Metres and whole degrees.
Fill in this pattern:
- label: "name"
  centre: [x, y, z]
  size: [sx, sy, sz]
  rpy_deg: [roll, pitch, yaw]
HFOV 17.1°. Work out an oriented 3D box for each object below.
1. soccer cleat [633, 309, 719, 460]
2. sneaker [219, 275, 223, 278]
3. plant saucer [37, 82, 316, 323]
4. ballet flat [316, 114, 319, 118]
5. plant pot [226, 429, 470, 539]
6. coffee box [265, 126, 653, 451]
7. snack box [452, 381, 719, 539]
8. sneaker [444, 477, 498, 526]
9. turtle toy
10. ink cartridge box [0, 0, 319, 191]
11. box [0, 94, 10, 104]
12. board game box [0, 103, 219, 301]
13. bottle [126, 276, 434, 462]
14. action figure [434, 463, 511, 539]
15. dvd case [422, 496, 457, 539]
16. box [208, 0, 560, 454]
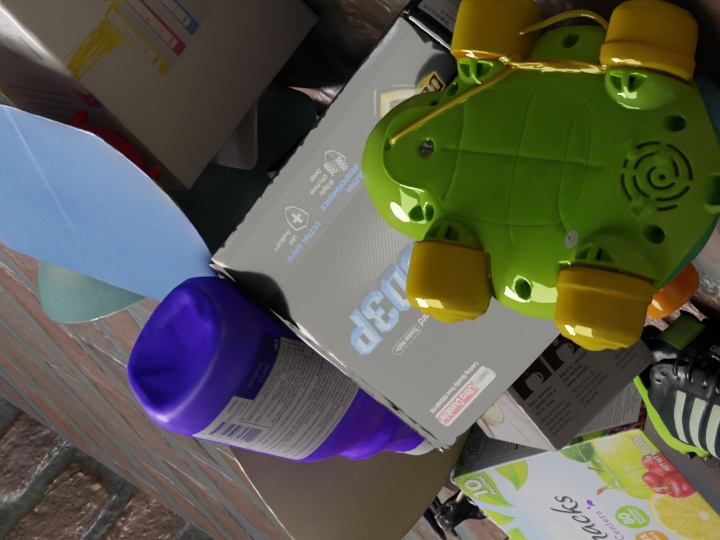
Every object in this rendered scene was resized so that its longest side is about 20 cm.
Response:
- label: "soccer cleat"
  centre: [0.193, 0.061, 1.257]
  size: [0.081, 0.067, 0.200]
  rpy_deg: [53, 165, -8]
- label: "sneaker"
  centre: [0.000, 0.000, 1.389]
  size: [0.200, 0.076, 0.091]
  rpy_deg: [9, -166, -26]
- label: "plant saucer"
  centre: [-0.117, -0.051, 1.393]
  size: [0.036, 0.200, 0.200]
  rpy_deg: [52, 162, -25]
- label: "ballet flat"
  centre: [-0.052, -0.075, 1.478]
  size: [0.062, 0.068, 0.200]
  rpy_deg: [13, -171, -38]
- label: "plant pot"
  centre: [-0.005, 0.074, 1.480]
  size: [0.200, 0.134, 0.200]
  rpy_deg: [57, -173, -10]
- label: "coffee box"
  centre: [0.052, -0.005, 1.289]
  size: [0.200, 0.080, 0.114]
  rpy_deg: [50, 167, -12]
- label: "snack box"
  centre: [0.173, 0.155, 1.506]
  size: [0.142, 0.053, 0.200]
  rpy_deg: [-18, 130, 36]
- label: "sneaker"
  centre: [0.076, 0.131, 1.782]
  size: [0.200, 0.074, 0.082]
  rpy_deg: [50, 171, -22]
- label: "turtle toy"
  centre: [0.078, -0.042, 1.034]
  size: [0.200, 0.146, 0.101]
  rpy_deg: [10, 177, 37]
- label: "ink cartridge box"
  centre: [-0.134, -0.141, 1.281]
  size: [0.200, 0.125, 0.128]
  rpy_deg: [46, 163, -31]
- label: "box"
  centre: [-0.250, -0.159, 1.595]
  size: [0.124, 0.098, 0.200]
  rpy_deg: [22, 159, 48]
- label: "board game box"
  centre: [-0.153, -0.053, 1.272]
  size: [0.200, 0.039, 0.158]
  rpy_deg: [18, 152, 27]
- label: "bottle"
  centre: [-0.030, 0.060, 1.286]
  size: [0.200, 0.084, 0.065]
  rpy_deg: [17, -155, -46]
- label: "action figure"
  centre: [0.099, 0.122, 1.631]
  size: [0.119, 0.102, 0.200]
  rpy_deg: [40, 157, 23]
- label: "dvd case"
  centre: [0.004, 0.094, 1.770]
  size: [0.200, 0.016, 0.149]
  rpy_deg: [62, -176, 39]
- label: "box"
  centre: [0.039, -0.024, 1.170]
  size: [0.159, 0.046, 0.200]
  rpy_deg: [39, 129, -3]
